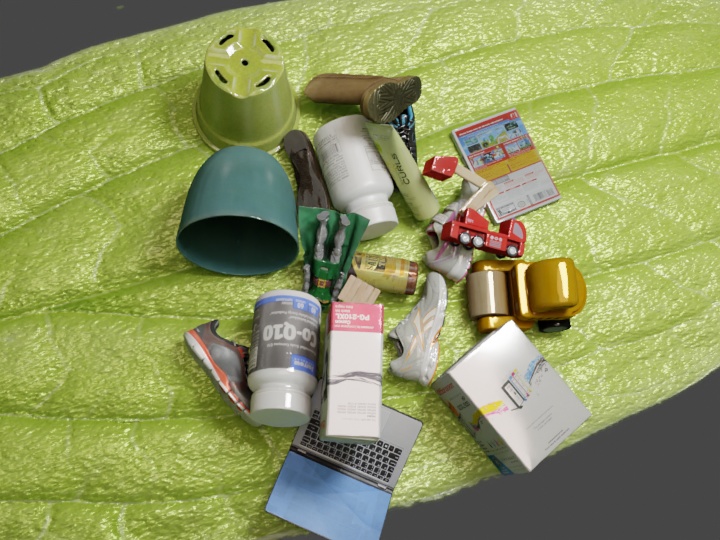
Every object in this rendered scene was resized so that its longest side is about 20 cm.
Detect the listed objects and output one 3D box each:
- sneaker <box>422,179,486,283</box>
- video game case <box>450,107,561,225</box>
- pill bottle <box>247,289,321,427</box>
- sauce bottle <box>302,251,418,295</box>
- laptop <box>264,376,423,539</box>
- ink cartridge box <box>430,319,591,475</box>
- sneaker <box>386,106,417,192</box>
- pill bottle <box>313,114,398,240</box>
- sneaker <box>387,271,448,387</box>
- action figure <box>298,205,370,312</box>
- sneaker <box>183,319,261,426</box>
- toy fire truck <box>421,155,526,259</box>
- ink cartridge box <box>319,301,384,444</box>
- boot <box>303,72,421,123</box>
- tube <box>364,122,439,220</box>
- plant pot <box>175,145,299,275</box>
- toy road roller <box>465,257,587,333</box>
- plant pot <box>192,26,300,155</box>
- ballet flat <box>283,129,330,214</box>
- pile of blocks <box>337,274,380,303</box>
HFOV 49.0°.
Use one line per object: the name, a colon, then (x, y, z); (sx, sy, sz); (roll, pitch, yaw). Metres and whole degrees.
sneaker: (0.166, -0.083, 1.415); (0.088, 0.081, 0.201); (17, 72, -4)
video game case: (0.274, -0.198, 1.495); (0.142, 0.017, 0.201); (-21, 78, -12)
pill bottle: (-0.123, 0.142, 1.276); (0.113, 0.114, 0.201); (4, 61, -6)
sauce bottle: (0.000, 0.000, 1.378); (0.199, 0.066, 0.066); (8, 73, -4)
laptop: (-0.022, 0.308, 1.255); (0.186, 0.116, 0.201); (24, 97, -1)
ink cartridge box: (0.241, 0.211, 1.305); (0.144, 0.147, 0.200); (-37, 81, -15)
sneaker: (0.067, -0.242, 1.448); (0.073, 0.082, 0.201); (-6, 76, -10)
pill bottle: (-0.004, -0.161, 1.398); (0.114, 0.114, 0.201); (-15, 76, -11)
sneaker: (0.096, 0.093, 1.361); (0.091, 0.076, 0.201); (10, 72, 0)
action figure: (-0.059, -0.005, 1.323); (0.117, 0.201, 0.055); (13, 32, 3)
sneaker: (-0.207, 0.162, 1.302); (0.082, 0.077, 0.200); (-35, 81, -22)
toy fire truck: (0.197, -0.107, 1.356); (0.199, 0.049, 0.142); (13, 82, -15)
ink cartridge box: (-0.015, 0.162, 1.216); (0.084, 0.145, 0.201); (4, 75, -5)
boot: (-0.016, -0.306, 1.388); (0.199, 0.066, 0.175); (12, 25, 32)
tube: (0.074, -0.175, 1.371); (0.058, 0.200, 0.052); (-18, 36, 21)
plant pot: (-0.198, -0.108, 1.323); (0.199, 0.201, 0.162); (4, 62, -6)
toy road roller: (0.291, 0.035, 1.362); (0.199, 0.146, 0.124); (-1, 74, -8)
plant pot: (-0.201, -0.321, 1.383); (0.199, 0.184, 0.202); (2, 73, -6)
ballet flat: (-0.091, -0.159, 1.424); (0.067, 0.046, 0.201); (-21, 77, 21)
pile of blocks: (-0.016, 0.110, 1.340); (0.082, 0.062, 0.201); (6, 84, -5)
